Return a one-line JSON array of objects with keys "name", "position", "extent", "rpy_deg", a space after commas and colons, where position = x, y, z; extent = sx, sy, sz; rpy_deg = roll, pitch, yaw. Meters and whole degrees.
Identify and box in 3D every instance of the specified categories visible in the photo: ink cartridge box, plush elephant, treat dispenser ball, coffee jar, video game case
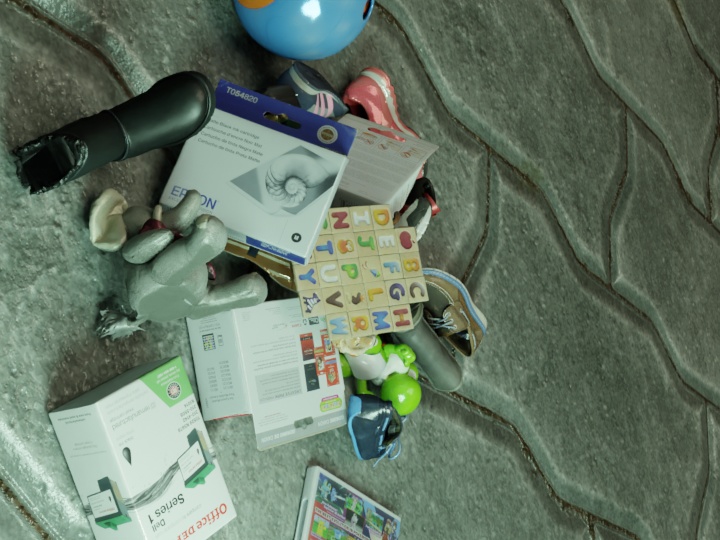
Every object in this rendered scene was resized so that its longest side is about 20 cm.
[{"name": "ink cartridge box", "position": [-0.236, 0.217, 1.333], "extent": [0.146, 0.084, 0.202], "rpy_deg": [-30, 103, -53]}, {"name": "plush elephant", "position": [-0.223, -0.023, 1.385], "extent": [0.165, 0.199, 0.156], "rpy_deg": [47, 20, -53]}, {"name": "ink cartridge box", "position": [0.003, -0.146, 1.729], "extent": [0.200, 0.159, 0.048], "rpy_deg": [-48, 154, -50]}, {"name": "treat dispenser ball", "position": [-0.077, -0.390, 1.653], "extent": [0.200, 0.199, 0.203], "rpy_deg": [22, 61, -49]}, {"name": "coffee jar", "position": [-0.112, -0.141, 1.607], "extent": [0.085, 0.104, 0.202], "rpy_deg": [-19, 95, -50]}, {"name": "video game case", "position": [-0.021, 0.386, 1.631], "extent": [0.200, 0.023, 0.184], "rpy_deg": [39, 50, -40]}, {"name": "ink cartridge box", "position": [-0.113, 0.129, 1.533], "extent": [0.199, 0.083, 0.178], "rpy_deg": [-5, 85, -55]}, {"name": "ink cartridge box", "position": [-0.123, -0.131, 1.501], "extent": [0.041, 0.198, 0.202], "rpy_deg": [103, 6, -70]}]

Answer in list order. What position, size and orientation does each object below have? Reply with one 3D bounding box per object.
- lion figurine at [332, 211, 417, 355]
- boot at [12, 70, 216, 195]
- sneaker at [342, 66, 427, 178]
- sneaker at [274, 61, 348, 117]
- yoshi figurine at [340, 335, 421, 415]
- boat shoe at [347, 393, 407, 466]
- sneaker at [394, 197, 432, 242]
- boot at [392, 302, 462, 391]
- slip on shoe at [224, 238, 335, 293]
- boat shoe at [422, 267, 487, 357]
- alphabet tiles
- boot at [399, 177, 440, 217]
[{"name": "lion figurine", "position": [0.010, 0.013, 1.597], "extent": [0.122, 0.072, 0.202], "rpy_deg": [10, 78, -46]}, {"name": "boot", "position": [-0.271, -0.149, 1.318], "extent": [0.162, 0.197, 0.074], "rpy_deg": [-36, 105, -59]}, {"name": "sneaker", "position": [0.030, -0.209, 1.875], "extent": [0.087, 0.073, 0.201], "rpy_deg": [-40, 108, -37]}, {"name": "sneaker", "position": [-0.081, -0.243, 1.730], "extent": [0.070, 0.082, 0.200], "rpy_deg": [51, 12, 15]}, {"name": "yoshi figurine", "position": [0.027, 0.148, 1.715], "extent": [0.199, 0.112, 0.113], "rpy_deg": [27, 74, -50]}, {"name": "boat shoe", "position": [0.026, 0.221, 1.647], "extent": [0.200, 0.068, 0.085], "rpy_deg": [64, 27, -73]}, {"name": "sneaker", "position": [0.023, -0.030, 1.693], "extent": [0.080, 0.074, 0.200], "rpy_deg": [41, 85, -1]}, {"name": "boot", "position": [0.089, 0.107, 1.787], "extent": [0.201, 0.072, 0.182], "rpy_deg": [61, 1, -25]}, {"name": "slip on shoe", "position": [-0.116, -0.035, 1.550], "extent": [0.198, 0.076, 0.061], "rpy_deg": [23, 30, -9]}, {"name": "boat shoe", "position": [0.141, 0.069, 1.918], "extent": [0.200, 0.072, 0.073], "rpy_deg": [42, 49, -39]}, {"name": "alphabet tiles", "position": [0.000, 0.000, 1.546], "extent": [0.198, 0.006, 0.168], "rpy_deg": [-6, 82, -35]}, {"name": "boot", "position": [0.044, -0.047, 1.759], "extent": [0.072, 0.143, 0.202], "rpy_deg": [44, 48, -40]}]
